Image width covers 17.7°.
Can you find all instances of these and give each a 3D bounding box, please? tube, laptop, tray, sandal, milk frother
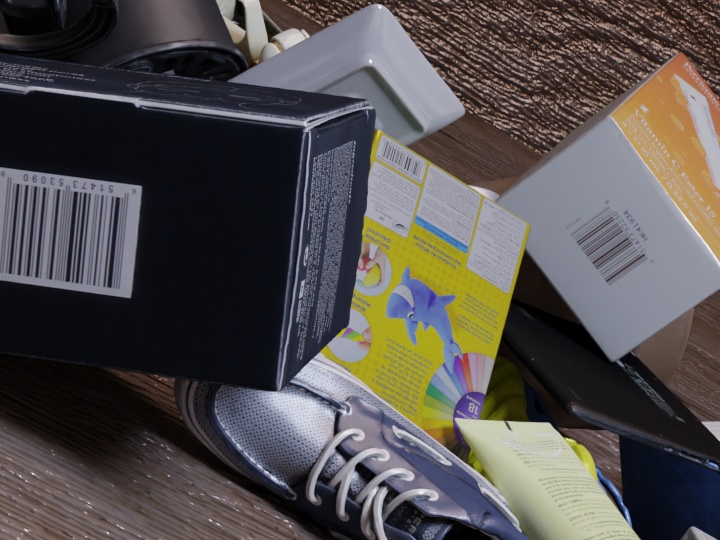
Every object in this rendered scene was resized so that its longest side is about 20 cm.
[{"bbox_3d":[0.123,0.150,1.183,0.200,0.052,0.058,56,-8,32],"label":"tube"},{"bbox_3d":[0.146,0.119,1.396,0.200,0.116,0.187,21,14,-26],"label":"laptop"},{"bbox_3d":[-0.049,-0.067,1.284,0.107,0.200,0.022,48,22,-44],"label":"tray"},{"bbox_3d":[0.097,0.120,1.342,0.087,0.079,0.200,46,5,-29],"label":"sandal"},{"bbox_3d":[-0.164,-0.182,1.233,0.180,0.200,0.188,-14,70,-21],"label":"milk frother"}]

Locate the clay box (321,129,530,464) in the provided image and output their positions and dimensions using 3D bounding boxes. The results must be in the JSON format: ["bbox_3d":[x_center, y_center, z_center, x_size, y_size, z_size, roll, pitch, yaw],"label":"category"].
[{"bbox_3d":[0.014,0.040,1.235,0.115,0.200,0.048,30,-26,-27],"label":"clay box"}]

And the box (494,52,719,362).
[{"bbox_3d":[0.181,-0.044,1.457,0.124,0.097,0.200,52,26,-1],"label":"box"}]

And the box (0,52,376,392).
[{"bbox_3d":[-0.108,-0.029,1.068,0.199,0.124,0.197,8,9,8],"label":"box"}]

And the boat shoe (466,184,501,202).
[{"bbox_3d":[0.000,-0.002,1.390,0.199,0.074,0.068,-6,54,-17],"label":"boat shoe"}]

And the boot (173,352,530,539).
[{"bbox_3d":[0.005,0.100,1.122,0.200,0.073,0.090,29,5,-23],"label":"boot"}]

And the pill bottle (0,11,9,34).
[{"bbox_3d":[-0.185,-0.094,1.366,0.200,0.111,0.111,31,10,-12],"label":"pill bottle"}]

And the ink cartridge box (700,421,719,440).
[{"bbox_3d":[0.300,0.190,1.566,0.200,0.085,0.146,38,11,20],"label":"ink cartridge box"}]

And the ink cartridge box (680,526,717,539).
[{"bbox_3d":[0.259,0.232,1.280,0.200,0.067,0.116,30,11,-14],"label":"ink cartridge box"}]

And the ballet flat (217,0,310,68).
[{"bbox_3d":[-0.060,-0.125,1.370,0.067,0.064,0.200,-22,47,-35],"label":"ballet flat"}]

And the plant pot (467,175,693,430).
[{"bbox_3d":[0.108,0.009,1.616,0.174,0.201,0.200,5,24,-33],"label":"plant pot"}]
